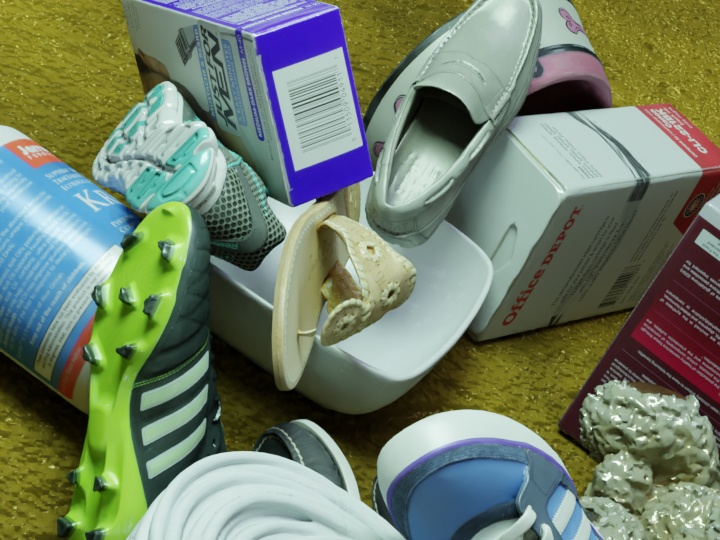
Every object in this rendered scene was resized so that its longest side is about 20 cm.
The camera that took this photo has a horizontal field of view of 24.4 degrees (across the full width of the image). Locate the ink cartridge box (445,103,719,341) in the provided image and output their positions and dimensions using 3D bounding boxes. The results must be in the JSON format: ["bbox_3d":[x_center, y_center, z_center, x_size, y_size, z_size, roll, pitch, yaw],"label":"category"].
[{"bbox_3d":[0.157,-0.038,1.220,0.200,0.144,0.084,-10,49,-43],"label":"ink cartridge box"}]

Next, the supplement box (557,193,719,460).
[{"bbox_3d":[0.228,0.056,1.097,0.109,0.200,0.061,39,31,15],"label":"supplement box"}]

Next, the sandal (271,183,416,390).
[{"bbox_3d":[0.000,-0.005,0.983,0.070,0.078,0.212,0,29,9],"label":"sandal"}]

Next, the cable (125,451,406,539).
[{"bbox_3d":[-0.028,0.179,0.763,0.200,0.069,0.200,30,31,-20],"label":"cable"}]

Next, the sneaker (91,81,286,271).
[{"bbox_3d":[-0.101,-0.050,0.995,0.091,0.078,0.200,41,4,-25],"label":"sneaker"}]

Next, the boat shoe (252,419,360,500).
[{"bbox_3d":[-0.036,0.162,0.896,0.060,0.074,0.200,12,45,-30],"label":"boat shoe"}]

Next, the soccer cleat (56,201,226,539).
[{"bbox_3d":[-0.105,0.063,0.888,0.081,0.200,0.067,9,4,-44],"label":"soccer cleat"}]

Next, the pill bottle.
[{"bbox_3d":[-0.199,-0.015,0.970,0.200,0.112,0.112,35,35,8],"label":"pill bottle"}]

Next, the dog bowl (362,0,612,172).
[{"bbox_3d":[0.099,-0.107,1.223,0.200,0.200,0.074,-10,53,-42],"label":"dog bowl"}]

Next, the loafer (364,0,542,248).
[{"bbox_3d":[0.065,-0.108,1.093,0.070,0.070,0.200,24,76,9],"label":"loafer"}]

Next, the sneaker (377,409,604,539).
[{"bbox_3d":[0.092,0.164,0.791,0.200,0.081,0.147,46,14,-45],"label":"sneaker"}]

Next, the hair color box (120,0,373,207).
[{"bbox_3d":[-0.075,-0.118,1.046,0.065,0.109,0.200,-22,24,-22],"label":"hair color box"}]

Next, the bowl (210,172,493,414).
[{"bbox_3d":[-0.027,0.007,1.097,0.200,0.075,0.200,33,35,8],"label":"bowl"}]

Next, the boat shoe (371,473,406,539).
[{"bbox_3d":[0.044,0.183,0.920,0.063,0.073,0.200,4,46,-36],"label":"boat shoe"}]

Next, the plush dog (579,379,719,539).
[{"bbox_3d":[0.150,0.176,0.975,0.172,0.161,0.200,-10,30,-19],"label":"plush dog"}]
